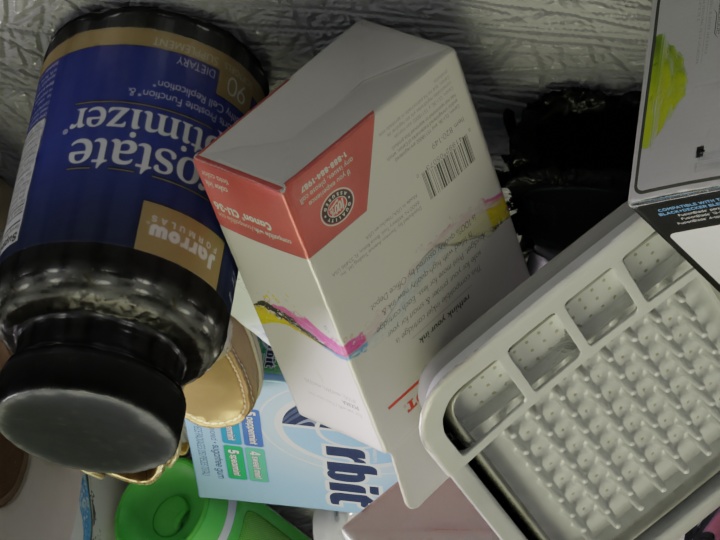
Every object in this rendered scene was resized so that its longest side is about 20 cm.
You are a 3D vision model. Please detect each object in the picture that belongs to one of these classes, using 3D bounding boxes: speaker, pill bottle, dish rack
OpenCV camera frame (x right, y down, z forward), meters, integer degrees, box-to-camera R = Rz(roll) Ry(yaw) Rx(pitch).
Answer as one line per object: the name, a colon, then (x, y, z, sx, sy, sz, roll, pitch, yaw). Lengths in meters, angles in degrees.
speaker: (-0.074, 0.195, 1.737, 0.088, 0.089, 0.200, -10, 147, 30)
pill bottle: (-0.110, -0.013, 1.248, 0.112, 0.200, 0.112, 6, 151, 3)
dish rack: (0.118, 0.057, 1.274, 0.172, 0.044, 0.200, -39, 134, -2)

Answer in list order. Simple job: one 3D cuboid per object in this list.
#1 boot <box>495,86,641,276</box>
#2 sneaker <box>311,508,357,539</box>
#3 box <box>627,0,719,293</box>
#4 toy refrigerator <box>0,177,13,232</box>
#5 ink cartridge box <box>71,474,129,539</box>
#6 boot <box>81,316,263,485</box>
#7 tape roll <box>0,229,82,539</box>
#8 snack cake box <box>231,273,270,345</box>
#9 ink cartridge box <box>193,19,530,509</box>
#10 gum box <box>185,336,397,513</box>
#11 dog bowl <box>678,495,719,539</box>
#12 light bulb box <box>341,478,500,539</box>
boot: (0.160, -0.020, 1.308, 0.198, 0.073, 0.163, 2, 145, 8)
sneaker: (0.062, 0.191, 1.716, 0.081, 0.075, 0.200, -28, 136, 35)
box: (0.200, -0.037, 1.215, 0.060, 0.117, 0.200, -10, 148, 34)
toy refrigerator: (-0.214, -0.009, 1.425, 0.076, 0.070, 0.200, -14, 145, 23)
ink cartridge box: (-0.234, 0.183, 1.695, 0.147, 0.145, 0.200, -10, 147, 29)
boot: (-0.107, 0.056, 1.390, 0.073, 0.156, 0.200, -14, 135, 12)
tape roll: (-0.244, 0.076, 1.306, 0.139, 0.203, 0.203, -12, 146, 19)
snack cake box: (0.000, 0.000, 1.383, 0.115, 0.067, 0.200, -13, 145, 30)
ink cartridge box: (0.012, 0.000, 1.253, 0.067, 0.116, 0.200, 21, 142, 44)
gum box: (-0.001, 0.091, 1.571, 0.200, 0.045, 0.170, 5, 151, 4)
dog bowl: (0.238, 0.173, 1.372, 0.200, 0.200, 0.074, 16, -177, -15)
light bulb box: (0.118, 0.165, 1.495, 0.125, 0.198, 0.200, 46, 168, 30)
